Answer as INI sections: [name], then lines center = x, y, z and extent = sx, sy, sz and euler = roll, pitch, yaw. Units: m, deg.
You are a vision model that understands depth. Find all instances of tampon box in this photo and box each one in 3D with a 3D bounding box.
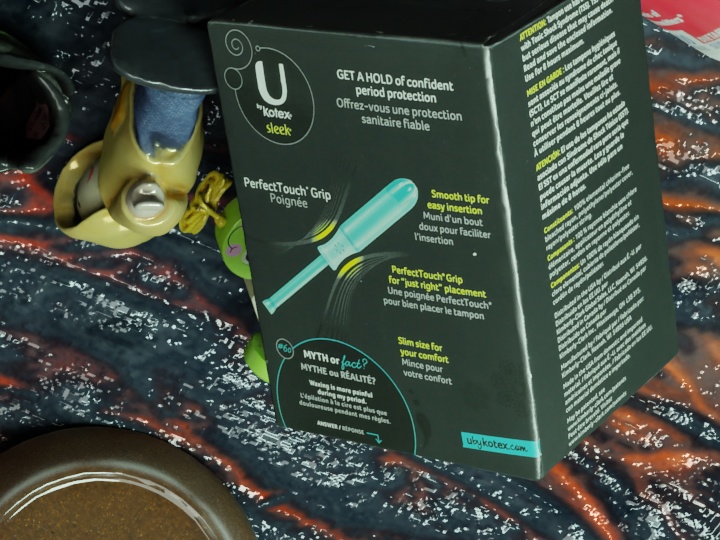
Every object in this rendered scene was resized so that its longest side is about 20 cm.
[tampon box]
center = 0.041, -0.033, 0.963
extent = 0.149, 0.126, 0.201
euler = 10, 120, 35

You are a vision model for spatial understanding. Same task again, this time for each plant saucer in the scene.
[plant saucer]
center = -0.143, 0.185, 1.177
extent = 0.199, 0.034, 0.201
euler = 2, 83, -16

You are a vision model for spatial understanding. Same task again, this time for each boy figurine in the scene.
[boy figurine]
center = -0.105, -0.074, 1.036
extent = 0.064, 0.125, 0.200
euler = 6, 155, -15

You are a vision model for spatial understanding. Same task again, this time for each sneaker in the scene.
[sneaker]
center = -0.167, -0.067, 0.966
extent = 0.084, 0.200, 0.077
euler = 25, 96, 8

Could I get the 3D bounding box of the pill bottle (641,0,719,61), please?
[pill bottle]
center = 0.118, -0.186, 0.966
extent = 0.200, 0.112, 0.112
euler = 28, 118, -20

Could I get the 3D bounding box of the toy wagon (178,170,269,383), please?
[toy wagon]
center = 0.000, 0.000, 1.109
extent = 0.199, 0.040, 0.155
euler = 17, 122, -33
